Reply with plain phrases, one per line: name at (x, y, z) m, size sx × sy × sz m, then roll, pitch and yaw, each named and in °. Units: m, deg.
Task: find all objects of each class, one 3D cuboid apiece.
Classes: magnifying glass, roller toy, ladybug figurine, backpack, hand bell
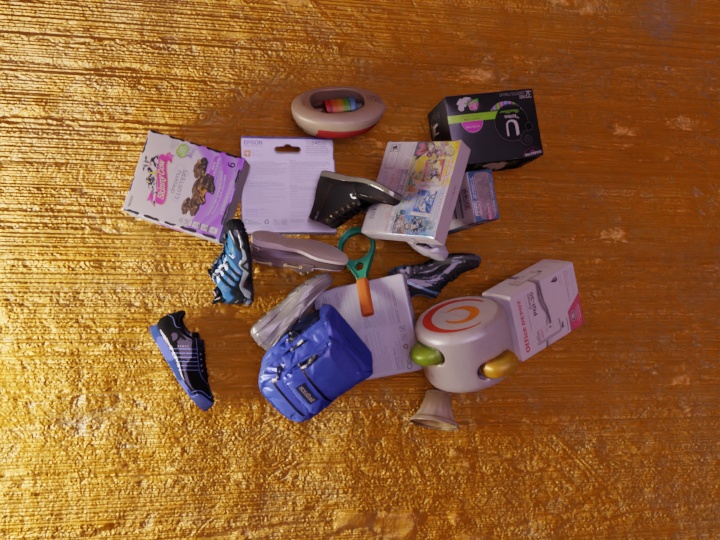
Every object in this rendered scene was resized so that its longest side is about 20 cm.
magnifying glass at (0.000, 0.000, 1.518) m, size 0.079 × 0.022 × 0.201 m, roll -16°, pitch 62°, yaw 11°
roller toy at (0.207, 0.146, 1.460) m, size 0.199 × 0.183 × 0.141 m, roll -9°, pitch 112°, yaw 17°
ladybug figurine at (-0.044, -0.320, 1.543) m, size 0.198 × 0.072 × 0.136 m, roll -5°, pitch 47°, yaw -11°
backpack at (-0.099, 0.189, 1.438) m, size 0.199 × 0.168 × 0.163 m, roll -35°, pitch 102°, yaw 12°
hand bell at (0.167, 0.222, 1.560) m, size 0.103 × 0.104 × 0.201 m, roll 14°, pitch 70°, yaw -10°

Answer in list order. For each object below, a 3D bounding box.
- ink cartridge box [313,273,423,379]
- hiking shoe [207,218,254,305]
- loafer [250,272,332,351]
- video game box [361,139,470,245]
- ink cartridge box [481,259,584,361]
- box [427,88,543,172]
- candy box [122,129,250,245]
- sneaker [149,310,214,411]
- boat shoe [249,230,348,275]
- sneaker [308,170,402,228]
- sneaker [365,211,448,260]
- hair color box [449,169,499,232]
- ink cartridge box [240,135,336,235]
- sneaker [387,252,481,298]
ink cartridge box at (0.016, 0.121, 1.534) m, size 0.199 × 0.043 × 0.198 m, roll -12°, pitch 87°, yaw 15°
hiking shoe at (-0.252, -0.008, 1.443) m, size 0.086 × 0.075 × 0.201 m, roll -6°, pitch 127°, yaw -10°
loafer at (-0.130, 0.082, 1.512) m, size 0.200 × 0.070 × 0.070 m, roll -40°, pitch 99°, yaw -4°
video game box at (0.107, -0.155, 1.463) m, size 0.047 × 0.181 × 0.201 m, roll 27°, pitch 76°, yaw -45°
ink cartridge box at (0.359, 0.081, 1.553) m, size 0.199 × 0.083 × 0.148 m, roll -25°, pitch 108°, yaw -31°
box at (0.261, -0.289, 1.589) m, size 0.198 × 0.124 × 0.150 m, roll -9°, pitch 86°, yaw -13°
candy box at (-0.338, -0.161, 1.466) m, size 0.199 × 0.072 × 0.169 m, roll 17°, pitch 85°, yaw 2°
sneaker at (-0.328, 0.173, 1.460) m, size 0.078 × 0.070 × 0.201 m, roll -32°, pitch 91°, yaw -5°
boat shoe at (-0.125, -0.027, 1.500) m, size 0.198 × 0.072 × 0.060 m, roll 12°, pitch 116°, yaw -10°
sneaker at (-0.010, -0.125, 1.469) m, size 0.075 × 0.199 × 0.107 m, roll 21°, pitch 87°, yaw -51°
sneaker at (0.115, -0.111, 1.538) m, size 0.199 × 0.075 × 0.115 m, roll 34°, pitch 90°, yaw 19°
hair color box at (0.198, -0.132, 1.521) m, size 0.060 × 0.200 × 0.101 m, roll -9°, pitch 88°, yaw -22°
ink cartridge box at (-0.149, -0.172, 1.539) m, size 0.198 × 0.041 × 0.202 m, roll 0°, pitch 85°, yaw -11°
sneaker at (0.160, 0.014, 1.576) m, size 0.198 × 0.073 × 0.083 m, roll -14°, pitch 93°, yaw -2°
